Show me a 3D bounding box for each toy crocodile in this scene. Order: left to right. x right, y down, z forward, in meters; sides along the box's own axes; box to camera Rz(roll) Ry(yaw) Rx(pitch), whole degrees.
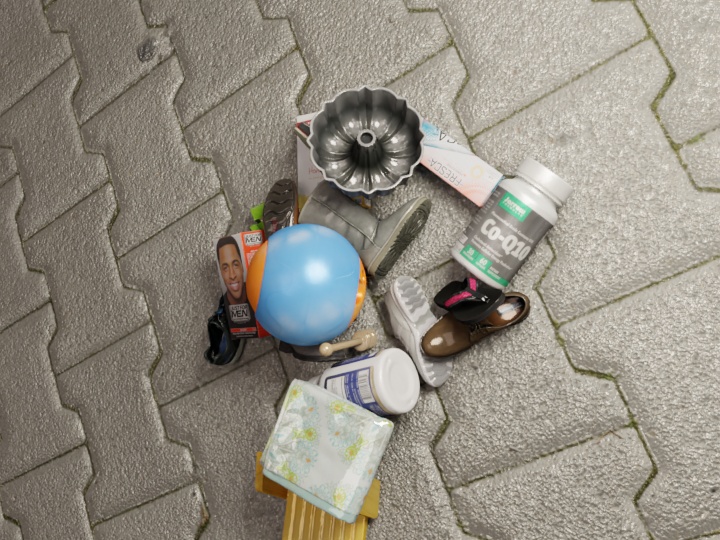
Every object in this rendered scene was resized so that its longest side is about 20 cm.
[{"bbox_3d":[-0.158,-0.055,1.271,0.067,0.062,0.200,-37,74,-10],"label":"toy crocodile"}]

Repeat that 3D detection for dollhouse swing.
[{"bbox_3d":[-0.088,0.440,1.140,0.199,0.182,0.177,4,67,25],"label":"dollhouse swing"}]

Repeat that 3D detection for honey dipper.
[{"bbox_3d":[-0.022,0.130,1.108,0.038,0.200,0.038,0,91,23],"label":"honey dipper"}]

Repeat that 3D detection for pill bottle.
[{"bbox_3d":[-0.003,0.211,1.132,0.199,0.111,0.112,-20,76,39],"label":"pill bottle"},{"bbox_3d":[0.248,-0.077,1.047,0.113,0.113,0.201,40,103,23],"label":"pill bottle"}]

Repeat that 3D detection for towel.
[{"bbox_3d":[-0.061,0.292,1.054,0.199,0.048,0.172,20,88,26],"label":"towel"}]

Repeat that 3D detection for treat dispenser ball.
[{"bbox_3d":[-0.090,0.023,1.065,0.200,0.201,0.202,-2,84,25],"label":"treat dispenser ball"}]

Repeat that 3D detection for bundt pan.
[{"bbox_3d":[0.010,-0.210,1.098,0.200,0.076,0.203,0,73,1],"label":"bundt pan"}]

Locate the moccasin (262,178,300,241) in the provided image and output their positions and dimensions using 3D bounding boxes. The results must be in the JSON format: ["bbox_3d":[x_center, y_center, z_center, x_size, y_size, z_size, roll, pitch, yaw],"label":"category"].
[{"bbox_3d":[-0.140,-0.074,1.210,0.073,0.078,0.203,-10,77,13],"label":"moccasin"}]

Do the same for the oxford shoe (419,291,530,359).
[{"bbox_3d":[0.185,0.085,1.054,0.199,0.084,0.073,-29,77,6],"label":"oxford shoe"}]

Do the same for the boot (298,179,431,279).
[{"bbox_3d":[0.005,-0.103,1.142,0.200,0.073,0.182,41,93,30],"label":"boot"}]

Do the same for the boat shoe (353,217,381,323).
[{"bbox_3d":[0.000,0.000,1.182,0.090,0.071,0.202,-5,83,24],"label":"boat shoe"}]

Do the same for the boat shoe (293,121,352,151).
[{"bbox_3d":[-0.035,-0.224,1.178,0.199,0.071,0.063,34,87,17],"label":"boat shoe"}]

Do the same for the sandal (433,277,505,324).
[{"bbox_3d":[0.165,0.041,1.043,0.075,0.200,0.045,-41,106,-10],"label":"sandal"}]

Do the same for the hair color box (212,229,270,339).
[{"bbox_3d":[-0.220,0.029,1.238,0.101,0.061,0.202,-9,92,45],"label":"hair color box"}]

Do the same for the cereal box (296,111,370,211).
[{"bbox_3d":[-0.054,-0.213,1.244,0.143,0.039,0.202,-6,83,23],"label":"cereal box"}]

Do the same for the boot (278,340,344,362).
[{"bbox_3d":[-0.094,0.096,1.184,0.199,0.069,0.133,7,90,52],"label":"boot"}]

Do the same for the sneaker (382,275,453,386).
[{"bbox_3d":[0.101,0.111,1.139,0.082,0.074,0.201,-33,75,57],"label":"sneaker"}]

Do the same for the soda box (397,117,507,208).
[{"bbox_3d":[0.163,-0.189,1.126,0.200,0.063,0.069,41,103,22],"label":"soda box"}]

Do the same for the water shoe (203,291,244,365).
[{"bbox_3d":[-0.266,0.094,1.296,0.071,0.079,0.202,7,88,25],"label":"water shoe"}]
